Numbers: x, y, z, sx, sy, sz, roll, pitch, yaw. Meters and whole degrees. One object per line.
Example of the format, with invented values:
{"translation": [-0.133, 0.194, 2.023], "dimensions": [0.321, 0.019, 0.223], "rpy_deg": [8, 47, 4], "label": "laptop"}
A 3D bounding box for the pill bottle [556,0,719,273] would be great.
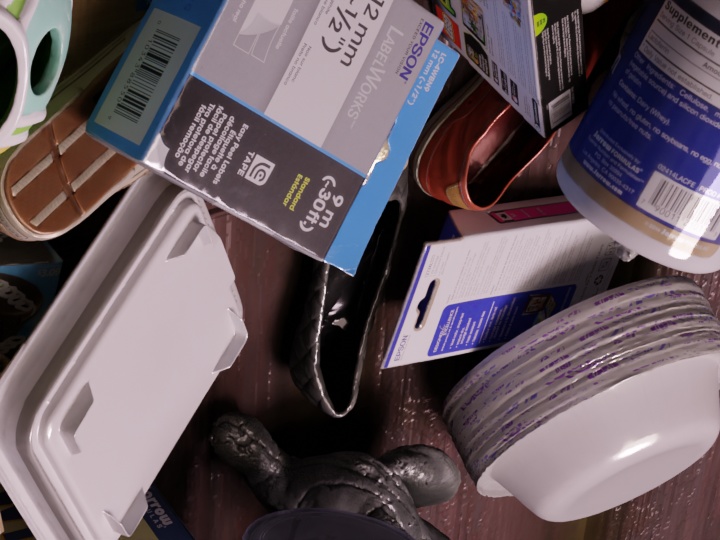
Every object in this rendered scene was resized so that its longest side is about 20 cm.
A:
{"translation": [0.203, -0.109, 1.150], "dimensions": [0.115, 0.116, 0.201], "rpy_deg": [8, 119, -42], "label": "pill bottle"}

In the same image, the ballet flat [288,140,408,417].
{"translation": [0.000, 0.000, 1.273], "dimensions": [0.066, 0.057, 0.201], "rpy_deg": [-10, 128, -31], "label": "ballet flat"}

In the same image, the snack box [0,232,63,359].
{"translation": [-0.267, 0.040, 1.109], "dimensions": [0.199, 0.037, 0.117], "rpy_deg": [-4, 125, -36], "label": "snack box"}

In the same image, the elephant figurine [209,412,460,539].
{"translation": [0.005, 0.175, 1.344], "dimensions": [0.154, 0.142, 0.201], "rpy_deg": [-24, 137, -18], "label": "elephant figurine"}

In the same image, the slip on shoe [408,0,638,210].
{"translation": [0.113, -0.117, 1.265], "dimensions": [0.200, 0.061, 0.074], "rpy_deg": [-49, 136, 3], "label": "slip on shoe"}

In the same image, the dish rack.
{"translation": [-0.126, 0.057, 1.154], "dimensions": [0.201, 0.043, 0.172], "rpy_deg": [-60, 154, -27], "label": "dish rack"}

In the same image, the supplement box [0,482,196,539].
{"translation": [-0.200, 0.245, 1.255], "dimensions": [0.199, 0.134, 0.201], "rpy_deg": [-20, 134, -26], "label": "supplement box"}

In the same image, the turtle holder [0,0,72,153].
{"translation": [-0.208, -0.101, 0.956], "dimensions": [0.140, 0.132, 0.186], "rpy_deg": [23, 111, -34], "label": "turtle holder"}

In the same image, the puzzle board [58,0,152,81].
{"translation": [-0.139, -0.115, 1.102], "dimensions": [0.199, 0.017, 0.152], "rpy_deg": [-15, 130, -29], "label": "puzzle board"}

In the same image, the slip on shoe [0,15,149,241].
{"translation": [-0.125, -0.083, 1.086], "dimensions": [0.200, 0.060, 0.076], "rpy_deg": [-44, 114, -27], "label": "slip on shoe"}

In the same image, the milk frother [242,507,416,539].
{"translation": [0.023, 0.263, 1.243], "dimensions": [0.199, 0.180, 0.190], "rpy_deg": [-4, 114, -34], "label": "milk frother"}

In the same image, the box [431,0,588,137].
{"translation": [0.075, -0.173, 1.127], "dimensions": [0.035, 0.110, 0.201], "rpy_deg": [-33, 149, -13], "label": "box"}

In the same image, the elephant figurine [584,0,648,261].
{"translation": [0.211, -0.136, 1.261], "dimensions": [0.140, 0.156, 0.201], "rpy_deg": [-11, 142, -19], "label": "elephant figurine"}

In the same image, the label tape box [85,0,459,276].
{"translation": [-0.026, -0.088, 1.072], "dimensions": [0.199, 0.066, 0.144], "rpy_deg": [28, 88, -39], "label": "label tape box"}

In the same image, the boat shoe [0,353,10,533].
{"translation": [-0.211, 0.071, 1.099], "dimensions": [0.065, 0.072, 0.201], "rpy_deg": [-22, 130, -20], "label": "boat shoe"}

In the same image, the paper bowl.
{"translation": [0.163, 0.097, 1.392], "dimensions": [0.199, 0.105, 0.201], "rpy_deg": [-22, 161, -8], "label": "paper bowl"}

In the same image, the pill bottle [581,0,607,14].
{"translation": [0.168, -0.246, 1.161], "dimensions": [0.200, 0.116, 0.117], "rpy_deg": [-38, 138, -7], "label": "pill bottle"}

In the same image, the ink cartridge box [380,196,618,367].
{"translation": [0.092, 0.004, 1.341], "dimensions": [0.199, 0.037, 0.095], "rpy_deg": [-10, 130, -43], "label": "ink cartridge box"}
